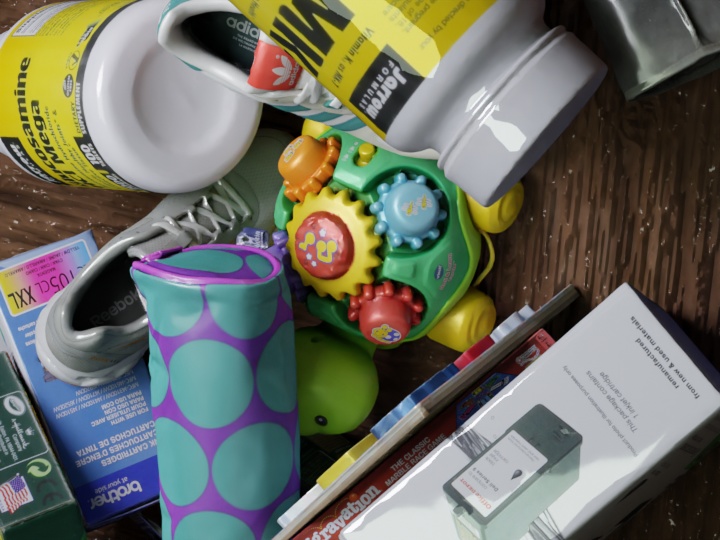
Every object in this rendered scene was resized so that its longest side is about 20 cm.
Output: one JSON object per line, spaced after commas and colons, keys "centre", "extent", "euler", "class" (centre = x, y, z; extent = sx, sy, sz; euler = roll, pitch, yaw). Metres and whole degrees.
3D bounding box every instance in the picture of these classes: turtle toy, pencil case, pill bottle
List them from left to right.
{"centre": [-0.152, -0.104, 1.536], "extent": [0.200, 0.112, 0.113], "euler": [6, 105, 57], "class": "pill bottle"}
{"centre": [-0.079, 0.082, 1.448], "extent": [0.092, 0.085, 0.201], "euler": [20, 119, 46], "class": "pencil case"}
{"centre": [0.000, 0.000, 1.484], "extent": [0.146, 0.101, 0.201], "euler": [23, 113, 29], "class": "turtle toy"}
{"centre": [0.021, -0.133, 1.309], "extent": [0.200, 0.114, 0.114], "euler": [42, 121, 6], "class": "pill bottle"}

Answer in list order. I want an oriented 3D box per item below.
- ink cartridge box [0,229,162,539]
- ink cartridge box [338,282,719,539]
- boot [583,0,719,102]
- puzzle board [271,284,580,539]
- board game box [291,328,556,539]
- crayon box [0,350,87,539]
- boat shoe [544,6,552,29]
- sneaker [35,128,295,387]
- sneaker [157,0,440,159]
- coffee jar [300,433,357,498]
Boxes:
{"centre": [-0.168, 0.087, 1.598], "extent": [0.136, 0.076, 0.200], "euler": [146, 104, -77], "class": "ink cartridge box"}
{"centre": [0.100, 0.107, 1.368], "extent": [0.200, 0.146, 0.084], "euler": [-41, 77, 7], "class": "ink cartridge box"}
{"centre": [0.108, -0.182, 1.350], "extent": [0.181, 0.073, 0.201], "euler": [-19, 91, -6], "class": "boot"}
{"centre": [0.030, 0.081, 1.421], "extent": [0.017, 0.200, 0.151], "euler": [50, 123, 5], "class": "puzzle board"}
{"centre": [0.026, 0.114, 1.420], "extent": [0.019, 0.200, 0.103], "euler": [47, 163, 13], "class": "board game box"}
{"centre": [-0.199, 0.160, 1.567], "extent": [0.200, 0.051, 0.127], "euler": [85, 160, -49], "class": "crayon box"}
{"centre": [0.047, -0.186, 1.430], "extent": [0.075, 0.075, 0.203], "euler": [-7, 97, 42], "class": "boat shoe"}
{"centre": [-0.103, -0.011, 1.507], "extent": [0.076, 0.200, 0.092], "euler": [44, 165, 1], "class": "sneaker"}
{"centre": [-0.019, -0.103, 1.390], "extent": [0.199, 0.093, 0.071], "euler": [23, 110, 11], "class": "sneaker"}
{"centre": [-0.001, 0.159, 1.528], "extent": [0.200, 0.085, 0.105], "euler": [30, 127, 27], "class": "coffee jar"}
